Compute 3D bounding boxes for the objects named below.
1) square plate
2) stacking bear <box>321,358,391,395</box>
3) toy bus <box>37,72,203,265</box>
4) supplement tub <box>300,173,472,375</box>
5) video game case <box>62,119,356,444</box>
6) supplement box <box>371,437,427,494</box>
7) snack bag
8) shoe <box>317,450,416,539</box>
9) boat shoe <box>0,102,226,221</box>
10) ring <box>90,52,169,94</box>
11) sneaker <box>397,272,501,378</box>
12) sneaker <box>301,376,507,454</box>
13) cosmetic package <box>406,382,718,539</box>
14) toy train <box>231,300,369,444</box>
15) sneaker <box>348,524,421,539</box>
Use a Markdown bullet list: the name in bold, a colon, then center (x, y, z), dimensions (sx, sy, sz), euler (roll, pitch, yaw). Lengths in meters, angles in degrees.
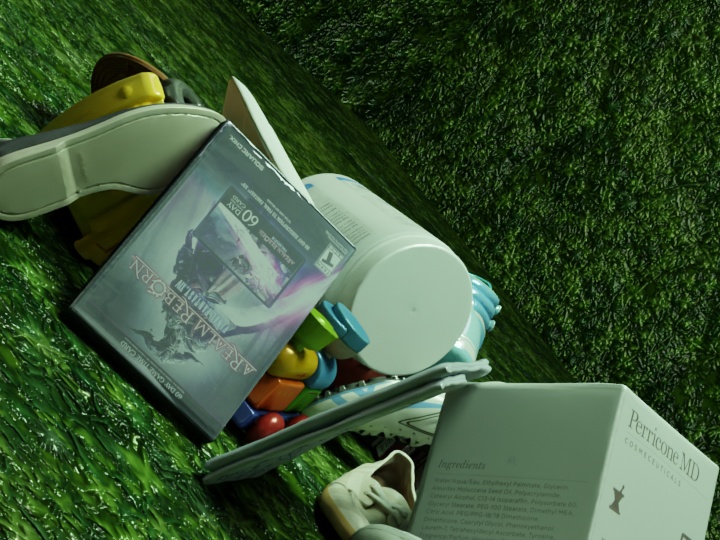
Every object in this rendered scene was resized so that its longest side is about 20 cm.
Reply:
- **square plate**: center (-0.086, -0.040, 1.564), dimensions (0.198, 0.028, 0.200), euler (60, -29, 33)
- **stacking bear**: center (-0.007, 0.069, 1.713), dimensions (0.114, 0.121, 0.200), euler (45, 17, -11)
- **toy bus**: center (-0.152, -0.036, 1.417), dimensions (0.200, 0.136, 0.192), euler (39, 24, -58)
- **supplement tub**: center (0.000, 0.000, 1.589), dimensions (0.132, 0.132, 0.200), euler (41, -1, -35)
- **video game case**: center (-0.106, 0.006, 1.270), dimensions (0.143, 0.200, 0.019), euler (45, -31, -14)
- **supplement box**: center (0.080, 0.215, 1.594), dimensions (0.109, 0.061, 0.200), euler (42, 10, -22)
- **snack bag**: center (-0.004, 0.108, 1.253), dimensions (0.021, 0.188, 0.200), euler (67, 11, 7)
- **shoe**: center (0.011, 0.185, 1.406), dimensions (0.070, 0.053, 0.200), euler (47, 8, 1)
- **boat shoe**: center (-0.196, -0.092, 1.288), dimensions (0.063, 0.200, 0.073), euler (42, -40, 46)
- **ring**: center (-0.185, -0.109, 1.594), dimensions (0.200, 0.019, 0.201), euler (35, -32, 26)
- **sneaker**: center (0.085, 0.077, 1.686), dimensions (0.079, 0.131, 0.200), euler (23, -33, 0)
- **sneaker**: center (0.046, 0.133, 1.543), dimensions (0.072, 0.200, 0.073), euler (135, -45, -71)
- **cosmetic package**: center (0.148, 0.206, 1.313), dimensions (0.165, 0.200, 0.165), euler (-1, -28, 39)
- **toy train**: center (-0.066, 0.071, 1.333), dimensions (0.085, 0.116, 0.200), euler (49, 8, 16)
- **sneaker**: center (0.012, 0.223, 1.180), dimensions (0.092, 0.076, 0.200), euler (38, 10, -24)
